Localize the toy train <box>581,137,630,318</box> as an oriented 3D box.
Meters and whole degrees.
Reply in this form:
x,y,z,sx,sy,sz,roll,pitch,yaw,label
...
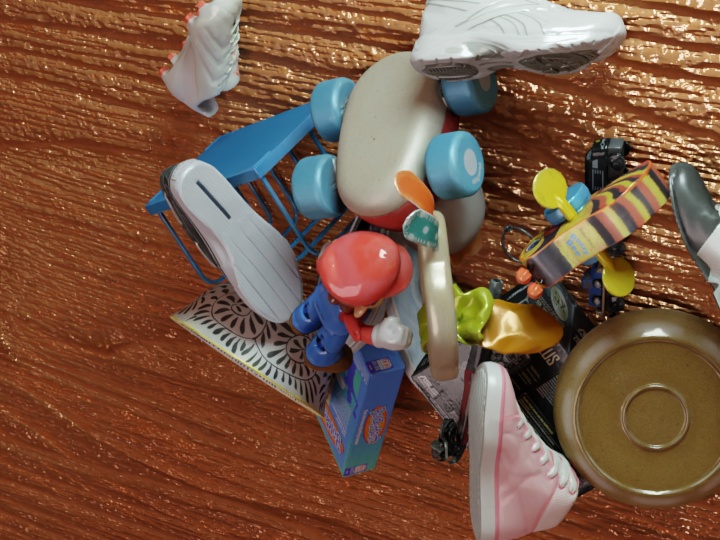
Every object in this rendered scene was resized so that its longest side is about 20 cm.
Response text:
x,y,z,sx,sy,sz,roll,pitch,yaw,label
0.230,-0.038,1.653,0.045,0.034,0.202,7,128,17,toy train

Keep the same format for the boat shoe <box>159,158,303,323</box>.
x,y,z,sx,sy,sz,roll,pitch,yaw,label
-0.128,-0.035,1.769,0.201,0.072,0.071,56,162,-23,boat shoe

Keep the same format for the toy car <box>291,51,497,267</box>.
x,y,z,sx,sy,sz,roll,pitch,yaw,label
0.066,-0.092,1.707,0.183,0.179,0.200,-8,146,31,toy car

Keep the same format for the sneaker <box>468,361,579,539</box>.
x,y,z,sx,sy,sz,roll,pitch,yaw,label
0.159,0.172,1.693,0.103,0.076,0.202,-5,119,-5,sneaker

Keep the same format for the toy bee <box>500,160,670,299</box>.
x,y,z,sx,sy,sz,roll,pitch,yaw,label
0.193,-0.018,1.595,0.130,0.109,0.201,34,136,4,toy bee

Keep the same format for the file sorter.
x,y,z,sx,sy,sz,roll,pitch,yaw,label
-0.099,-0.078,1.857,0.199,0.139,0.123,-15,116,48,file sorter

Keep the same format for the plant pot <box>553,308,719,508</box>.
x,y,z,sx,sy,sz,roll,pitch,yaw,label
0.282,0.137,1.677,0.197,0.027,0.203,2,104,10,plant pot

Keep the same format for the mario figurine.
x,y,z,sx,sy,sz,roll,pitch,yaw,label
0.003,0.026,1.702,0.123,0.106,0.200,37,148,0,mario figurine

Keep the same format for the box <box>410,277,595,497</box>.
x,y,z,sx,sy,sz,roll,pitch,yaw,label
0.178,0.128,1.770,0.163,0.086,0.201,-36,96,32,box

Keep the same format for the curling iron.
x,y,z,sx,sy,sz,roll,pitch,yaw,label
0.110,0.103,1.711,0.025,0.049,0.202,25,110,22,curling iron

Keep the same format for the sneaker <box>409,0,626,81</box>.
x,y,z,sx,sy,sz,roll,pitch,yaw,label
0.138,-0.226,1.554,0.198,0.101,0.078,0,169,21,sneaker

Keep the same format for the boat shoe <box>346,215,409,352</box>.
x,y,z,sx,sy,sz,roll,pitch,yaw,label
0.000,0.000,1.804,0.072,0.068,0.201,47,119,33,boat shoe

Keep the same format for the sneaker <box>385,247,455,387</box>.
x,y,z,sx,sy,sz,roll,pitch,yaw,label
0.079,0.057,1.851,0.081,0.074,0.202,1,123,48,sneaker

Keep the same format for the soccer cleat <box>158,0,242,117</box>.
x,y,z,sx,sy,sz,roll,pitch,yaw,label
-0.151,-0.232,1.834,0.077,0.069,0.200,41,149,0,soccer cleat

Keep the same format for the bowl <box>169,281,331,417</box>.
x,y,z,sx,sy,sz,roll,pitch,yaw,label
-0.100,0.066,1.901,0.199,0.095,0.201,32,174,4,bowl

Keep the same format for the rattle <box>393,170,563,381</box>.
x,y,z,sx,sy,sz,roll,pitch,yaw,label
0.108,-0.001,1.591,0.141,0.131,0.202,4,121,13,rattle

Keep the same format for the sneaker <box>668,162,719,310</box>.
x,y,z,sx,sy,sz,roll,pitch,yaw,label
0.344,-0.017,1.552,0.088,0.074,0.201,-27,95,28,sneaker

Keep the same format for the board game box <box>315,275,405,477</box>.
x,y,z,sx,sy,sz,roll,pitch,yaw,label
-0.014,0.110,1.945,0.201,0.044,0.153,105,146,-51,board game box
